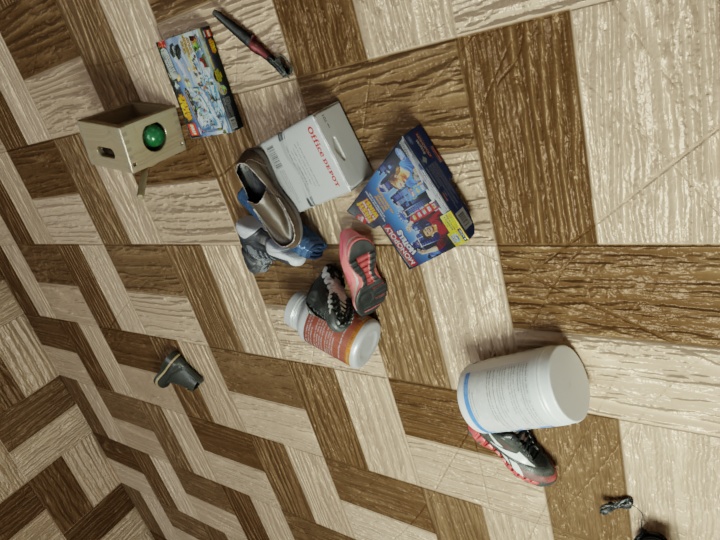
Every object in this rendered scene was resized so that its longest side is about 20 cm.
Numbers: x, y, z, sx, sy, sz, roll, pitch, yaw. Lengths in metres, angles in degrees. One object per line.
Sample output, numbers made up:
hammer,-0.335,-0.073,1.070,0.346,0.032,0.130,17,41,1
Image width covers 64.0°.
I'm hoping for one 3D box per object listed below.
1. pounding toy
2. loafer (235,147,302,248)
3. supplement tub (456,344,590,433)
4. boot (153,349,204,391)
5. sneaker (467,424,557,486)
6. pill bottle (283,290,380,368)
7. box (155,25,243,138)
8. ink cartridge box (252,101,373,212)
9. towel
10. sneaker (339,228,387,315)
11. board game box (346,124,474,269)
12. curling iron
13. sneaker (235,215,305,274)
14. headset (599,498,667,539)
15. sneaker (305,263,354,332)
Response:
pounding toy,-0.497,-0.273,1.279,0.198,0.184,0.144,15,128,30
loafer,-0.179,-0.125,1.070,0.072,0.071,0.202,-22,103,30
supplement tub,0.281,0.212,1.014,0.199,0.132,0.133,-23,103,47
boot,-0.594,0.364,1.881,0.138,0.078,0.200,40,137,3
sneaker,0.305,0.338,1.123,0.200,0.071,0.098,39,138,14
pill bottle,-0.064,0.120,1.247,0.198,0.112,0.113,25,132,24
box,-0.327,-0.378,1.174,0.135,0.040,0.202,4,120,36
ink cartridge box,-0.095,-0.201,1.071,0.198,0.086,0.148,-14,109,43
towel,-0.162,-0.096,1.181,0.200,0.112,0.049,42,100,8
sneaker,0.000,0.000,1.160,0.087,0.073,0.202,50,156,48
board game box,0.078,-0.113,1.009,0.199,0.062,0.201,-27,100,47
curling iron,-0.195,-0.417,1.045,0.200,0.026,0.050,43,174,13
sneaker,-0.196,-0.037,1.279,0.199,0.075,0.115,30,135,28
headset,0.516,0.520,1.046,0.093,0.123,0.203,-24,72,20
sneaker,-0.067,0.072,1.157,0.066,0.201,0.090,38,109,-28
